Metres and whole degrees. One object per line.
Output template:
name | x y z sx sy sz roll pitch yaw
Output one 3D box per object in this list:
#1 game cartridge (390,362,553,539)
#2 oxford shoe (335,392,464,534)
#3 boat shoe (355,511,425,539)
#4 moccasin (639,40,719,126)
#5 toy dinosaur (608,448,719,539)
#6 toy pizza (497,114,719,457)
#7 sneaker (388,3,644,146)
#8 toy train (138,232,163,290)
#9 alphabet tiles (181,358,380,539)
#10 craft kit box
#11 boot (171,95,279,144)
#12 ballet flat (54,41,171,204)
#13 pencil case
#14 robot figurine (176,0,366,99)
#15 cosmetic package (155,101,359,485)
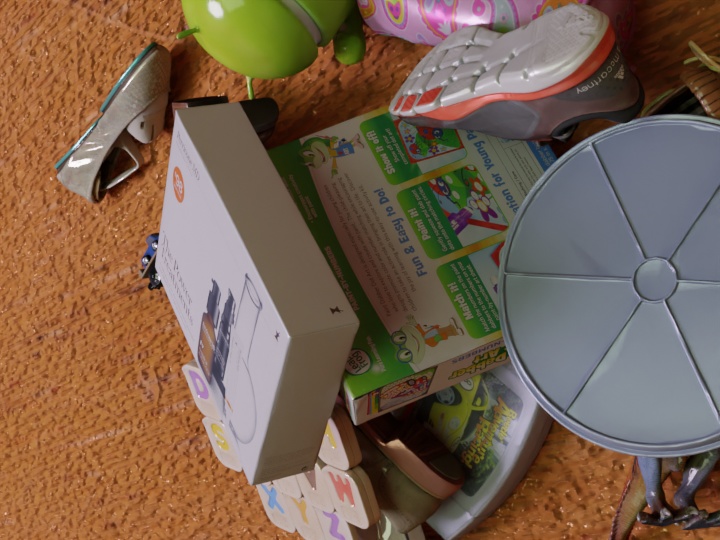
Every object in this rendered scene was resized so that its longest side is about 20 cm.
game cartridge | 0.077 0.101 0.935 0.133 0.041 0.201 38 120 27
oxford shoe | -0.020 0.114 0.919 0.200 0.071 0.074 42 109 11
boat shoe | 0.011 0.239 0.970 0.071 0.070 0.201 -3 105 55
moccasin | 0.220 -0.100 0.747 0.201 0.078 0.074 -32 76 40
toy dinosaur | 0.189 0.072 0.801 0.200 0.105 0.182 -33 56 50
toy pizza | 0.175 0.008 0.725 0.199 0.032 0.201 -7 76 28
sneaker | 0.093 -0.104 0.775 0.077 0.082 0.200 -55 27 -17
toy train | -0.151 -0.059 1.112 0.046 0.034 0.200 52 126 27
alphabet tiles | -0.064 0.127 0.933 0.200 0.015 0.196 12 125 50
craft kit box | 0.047 -0.024 0.824 0.049 0.197 0.201 90 158 -58
boot | -0.095 -0.035 0.991 0.186 0.064 0.201 -152 52 -68
ballet flat | -0.215 -0.132 1.152 0.062 0.067 0.200 44 132 -6
pencil case | 0.091 -0.179 0.847 0.199 0.087 0.088 24 112 35
robot figurine | -0.051 -0.227 0.906 0.200 0.175 0.116 -57 34 -7
cosmetic package | -0.075 0.013 0.807 0.200 0.051 0.151 60 147 35
